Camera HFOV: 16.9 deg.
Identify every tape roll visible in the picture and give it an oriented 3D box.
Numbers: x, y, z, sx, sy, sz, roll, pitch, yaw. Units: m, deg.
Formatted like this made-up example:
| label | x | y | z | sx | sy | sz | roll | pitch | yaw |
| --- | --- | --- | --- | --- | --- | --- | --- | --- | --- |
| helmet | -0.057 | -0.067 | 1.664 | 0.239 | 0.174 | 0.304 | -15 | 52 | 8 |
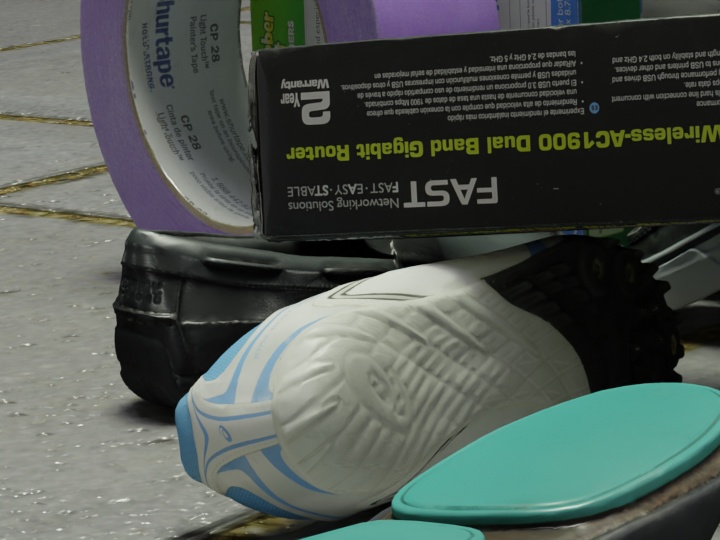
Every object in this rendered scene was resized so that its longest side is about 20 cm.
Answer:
| label | x | y | z | sx | sy | sz | roll | pitch | yaw |
| --- | --- | --- | --- | --- | --- | --- | --- | --- | --- |
| tape roll | -0.033 | -0.088 | 0.994 | 0.065 | 0.201 | 0.200 | -13 | 16 | -40 |

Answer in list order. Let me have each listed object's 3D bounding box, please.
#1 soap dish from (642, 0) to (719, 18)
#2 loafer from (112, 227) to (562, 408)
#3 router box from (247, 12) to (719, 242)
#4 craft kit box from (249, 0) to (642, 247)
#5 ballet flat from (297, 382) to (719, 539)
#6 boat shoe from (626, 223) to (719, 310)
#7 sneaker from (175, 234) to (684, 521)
| label | x | y | z | sx | sy | sz | roll | pitch | yaw |
| --- | --- | --- | --- | --- | --- | --- | --- | --- | --- |
| soap dish | 0.149 | -0.072 | 1.018 | 0.199 | 0.158 | 0.081 | 7 | -2 | 37 |
| loafer | 0.000 | 0.000 | 0.884 | 0.200 | 0.071 | 0.068 | -11 | 15 | -36 |
| router box | 0.084 | -0.045 | 0.773 | 0.199 | 0.062 | 0.150 | -3 | 1 | 24 |
| craft kit box | 0.031 | -0.093 | 1.008 | 0.197 | 0.201 | 0.048 | 10 | 17 | 43 |
| ballet flat | 0.024 | 0.077 | 0.523 | 0.073 | 0.073 | 0.200 | 6 | 14 | 34 |
| boat shoe | 0.152 | -0.052 | 0.889 | 0.072 | 0.071 | 0.200 | -38 | -2 | -44 |
| sneaker | 0.027 | 0.030 | 0.749 | 0.072 | 0.072 | 0.199 | -5 | 3 | 45 |
